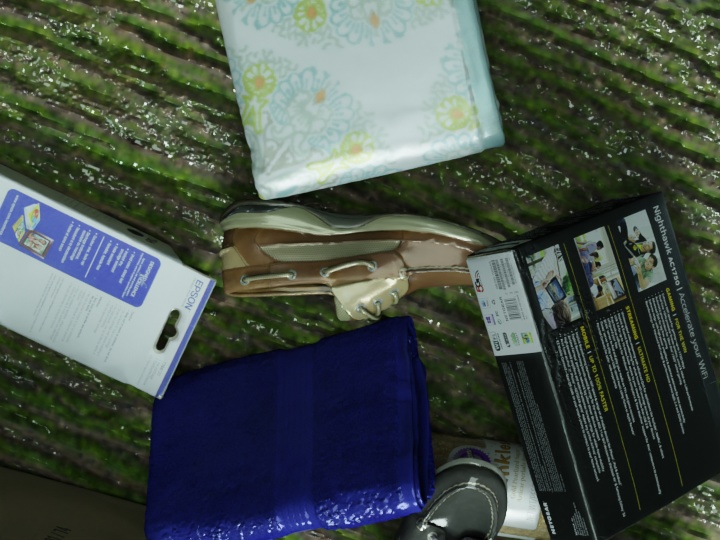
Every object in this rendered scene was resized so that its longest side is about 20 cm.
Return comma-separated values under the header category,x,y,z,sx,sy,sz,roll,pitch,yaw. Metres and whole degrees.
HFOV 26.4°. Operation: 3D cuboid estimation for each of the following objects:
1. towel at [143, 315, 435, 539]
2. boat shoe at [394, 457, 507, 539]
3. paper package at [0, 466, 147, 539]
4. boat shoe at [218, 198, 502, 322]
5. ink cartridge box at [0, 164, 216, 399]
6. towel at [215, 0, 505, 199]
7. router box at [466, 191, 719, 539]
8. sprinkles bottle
category,x,y,z,sx,sy,sz,roll,pitch,yaw
towel,-0.047,0.119,1.037,0.200,0.148,0.050,-14,140,17
boat shoe,0.047,0.204,1.046,0.067,0.057,0.200,19,134,-11
paper package,-0.231,0.218,1.031,0.190,0.200,0.104,17,101,-2
boat shoe,0.000,0.000,1.044,0.200,0.076,0.074,6,79,9
ink cartridge box,-0.207,0.003,1.075,0.200,0.039,0.100,27,99,-2
towel,-0.005,-0.161,1.022,0.171,0.048,0.200,-12,89,5
router box,0.165,0.062,1.021,0.149,0.051,0.200,-20,96,-35
sprinkles bottle,0.076,0.149,1.078,0.200,0.068,0.068,9,100,0
